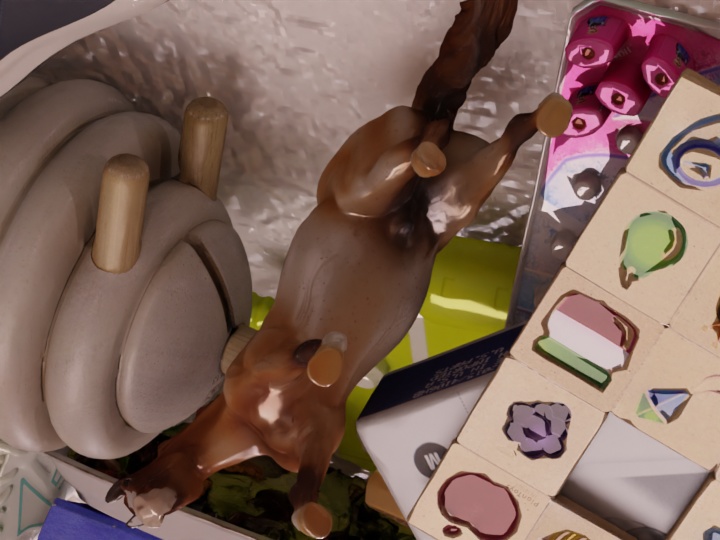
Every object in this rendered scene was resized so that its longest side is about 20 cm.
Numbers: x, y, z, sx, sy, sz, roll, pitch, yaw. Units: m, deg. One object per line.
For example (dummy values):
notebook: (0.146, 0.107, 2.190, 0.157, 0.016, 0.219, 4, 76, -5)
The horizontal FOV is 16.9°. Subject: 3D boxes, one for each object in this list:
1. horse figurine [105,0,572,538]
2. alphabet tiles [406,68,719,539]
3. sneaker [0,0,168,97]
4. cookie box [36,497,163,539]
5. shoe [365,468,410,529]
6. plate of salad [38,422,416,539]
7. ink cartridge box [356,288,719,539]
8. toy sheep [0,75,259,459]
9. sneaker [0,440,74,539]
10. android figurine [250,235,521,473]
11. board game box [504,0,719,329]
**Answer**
horse figurine: (0.000, 0.000, 0.712, 0.050, 0.201, 0.133, 30, 174, -11)
alphabet tiles: (0.134, 0.061, 0.667, 0.199, 0.008, 0.168, 30, 120, 1)
sneaker: (-0.124, -0.097, 0.644, 0.146, 0.077, 0.202, -1, 153, -48)
cookie box: (-0.051, 0.156, 0.991, 0.170, 0.076, 0.200, 21, 173, 3)
shoe: (0.100, 0.087, 0.824, 0.199, 0.054, 0.070, 13, 167, 14)
plate of salad: (-0.034, 0.090, 0.934, 0.199, 0.048, 0.200, 21, 177, 1)
ink cartridge box: (0.127, 0.090, 0.713, 0.199, 0.041, 0.201, -23, 107, 28)
toy sheep: (-0.103, -0.004, 0.805, 0.199, 0.138, 0.138, 26, 151, 22)
sneaker: (-0.151, 0.080, 1.009, 0.070, 0.080, 0.201, 22, 147, 5)
android figurine: (0.052, 0.046, 0.863, 0.199, 0.041, 0.182, 13, 147, 13)
board game box: (0.138, 0.036, 0.720, 0.199, 0.026, 0.201, 17, 121, 11)
